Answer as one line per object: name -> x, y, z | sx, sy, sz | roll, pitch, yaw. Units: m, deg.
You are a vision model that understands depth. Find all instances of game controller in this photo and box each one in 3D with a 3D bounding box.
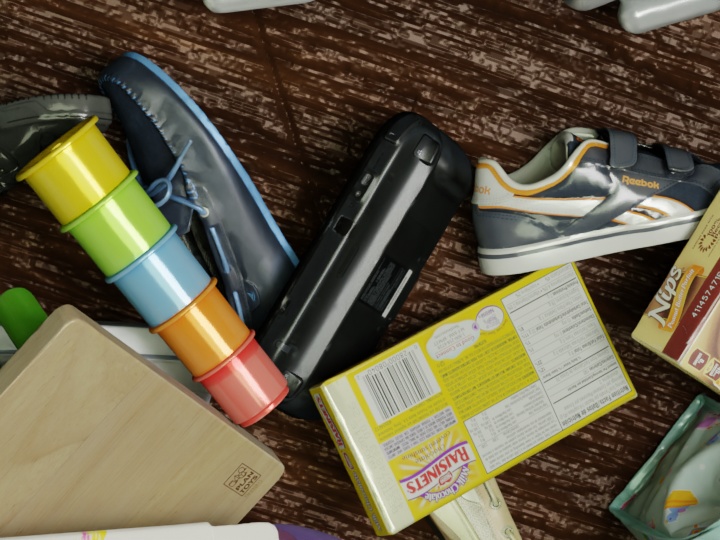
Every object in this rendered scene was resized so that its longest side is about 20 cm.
game controller -> 0.000, 0.000, 1.578 | 0.042, 0.104, 0.200 | 31, 89, 25

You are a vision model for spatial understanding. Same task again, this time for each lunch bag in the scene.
lunch bag -> 0.264, 0.178, 1.582 | 0.170, 0.200, 0.122 | 40, 89, -12

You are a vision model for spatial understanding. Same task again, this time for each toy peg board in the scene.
toy peg board -> -0.188, 0.121, 1.516 | 0.200, 0.098, 0.199 | -47, 132, 5

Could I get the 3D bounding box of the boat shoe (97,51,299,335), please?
boat shoe -> -0.102, -0.038, 1.559 | 0.069, 0.084, 0.200 | -38, 98, -16

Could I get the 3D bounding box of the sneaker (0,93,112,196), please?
sneaker -> -0.241, -0.043, 1.543 | 0.199, 0.060, 0.105 | -9, 88, 7

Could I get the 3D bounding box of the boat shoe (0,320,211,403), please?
boat shoe -> -0.187, 0.063, 1.564 | 0.199, 0.074, 0.066 | 3, 92, -8

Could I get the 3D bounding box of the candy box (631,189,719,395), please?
candy box -> 0.274, 0.041, 1.603 | 0.200, 0.055, 0.116 | 31, 91, -36

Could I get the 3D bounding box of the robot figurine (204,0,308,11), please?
robot figurine -> -0.074, -0.233, 1.520 | 0.199, 0.113, 0.170 | -14, 80, -7

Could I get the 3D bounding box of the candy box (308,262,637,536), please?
candy box -> 0.072, 0.075, 1.589 | 0.200, 0.026, 0.102 | -26, 95, -27

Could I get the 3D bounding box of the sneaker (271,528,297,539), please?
sneaker -> -0.026, 0.255, 1.527 | 0.088, 0.080, 0.200 | -36, 94, 1

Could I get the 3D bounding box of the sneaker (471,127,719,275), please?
sneaker -> 0.167, -0.054, 1.603 | 0.199, 0.078, 0.080 | -12, 99, -8

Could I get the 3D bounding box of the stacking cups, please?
stacking cups -> -0.120, 0.007, 1.499 | 0.060, 0.061, 0.200 | -36, 101, -3

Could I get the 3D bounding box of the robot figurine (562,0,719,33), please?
robot figurine -> 0.170, -0.230, 1.566 | 0.200, 0.113, 0.170 | -22, 104, -6

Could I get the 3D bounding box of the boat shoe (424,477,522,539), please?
boat shoe -> 0.093, 0.175, 1.622 | 0.063, 0.073, 0.201 | -36, 91, -6

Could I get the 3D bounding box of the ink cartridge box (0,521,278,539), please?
ink cartridge box -> -0.139, 0.209, 1.452 | 0.200, 0.067, 0.117 | -1, 71, -29

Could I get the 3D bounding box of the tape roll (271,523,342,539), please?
tape roll -> -0.052, 0.264, 1.602 | 0.199, 0.085, 0.201 | -1, 95, -9
